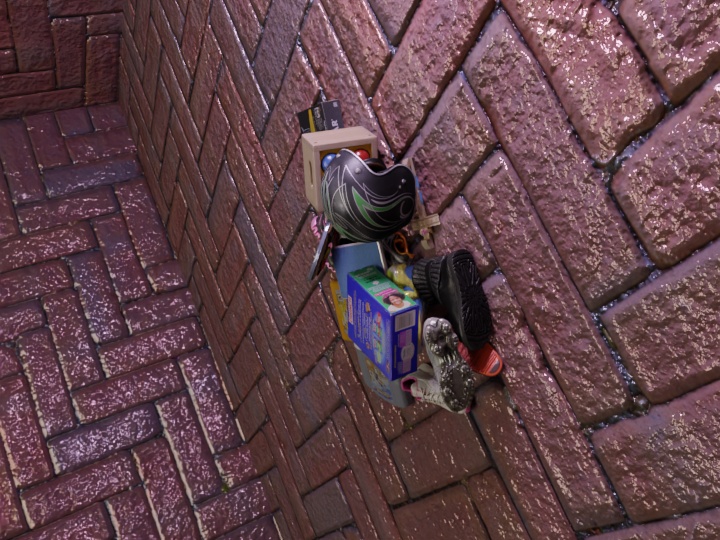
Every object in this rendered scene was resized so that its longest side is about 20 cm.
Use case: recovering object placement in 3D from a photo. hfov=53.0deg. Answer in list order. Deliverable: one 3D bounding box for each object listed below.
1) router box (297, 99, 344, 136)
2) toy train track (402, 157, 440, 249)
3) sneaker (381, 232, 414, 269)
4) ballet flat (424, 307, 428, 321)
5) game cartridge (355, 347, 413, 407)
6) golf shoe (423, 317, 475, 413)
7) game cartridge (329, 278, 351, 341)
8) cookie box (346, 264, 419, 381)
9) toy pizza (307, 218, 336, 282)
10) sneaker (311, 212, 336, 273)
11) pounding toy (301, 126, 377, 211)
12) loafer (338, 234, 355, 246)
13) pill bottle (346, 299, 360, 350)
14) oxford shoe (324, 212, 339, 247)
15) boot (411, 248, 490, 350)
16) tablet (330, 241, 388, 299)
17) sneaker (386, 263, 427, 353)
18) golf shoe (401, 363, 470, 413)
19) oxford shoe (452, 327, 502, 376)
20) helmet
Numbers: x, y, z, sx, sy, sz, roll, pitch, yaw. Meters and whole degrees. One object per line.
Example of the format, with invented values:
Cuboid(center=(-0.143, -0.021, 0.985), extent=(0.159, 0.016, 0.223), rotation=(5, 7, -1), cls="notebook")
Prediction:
Cuboid(center=(-0.091, -0.323, 1.856), extent=(0.156, 0.051, 0.204), rotation=(4, 108, 61), cls="router box")
Cuboid(center=(0.119, -0.144, 1.576), extent=(0.114, 0.032, 0.204), rotation=(-10, 95, 63), cls="toy train track")
Cuboid(center=(0.068, -0.065, 1.691), extent=(0.077, 0.077, 0.202), rotation=(-49, 51, 26), cls="sneaker")
Cuboid(center=(0.077, 0.082, 1.704), extent=(0.197, 0.068, 0.069), rotation=(5, 81, 32), cls="ballet flat")
Cuboid(center=(0.061, 0.280, 1.900), extent=(0.199, 0.041, 0.135), rotation=(23, 130, 54), cls="game cartridge")
Cuboid(center=(0.179, 0.188, 1.485), extent=(0.097, 0.077, 0.204), rotation=(-141, 35, -78), cls="golf shoe")
Cuboid(center=(-0.013, 0.114, 1.978), extent=(0.199, 0.032, 0.180), rotation=(2, 106, 63), cls="game cartridge")
Cuboid(center=(0.046, 0.111, 1.580), extent=(0.200, 0.074, 0.174), rotation=(41, 139, 50), cls="cookie box")
Cuboid(center=(-0.085, -0.063, 1.770), extent=(0.200, 0.031, 0.204), rotation=(-161, 89, -86), cls="toy pizza")
Cuboid(center=(-0.061, -0.079, 1.932), extent=(0.095, 0.078, 0.202), rotation=(-44, 68, 42), cls="sneaker")
Cuboid(center=(-0.026, -0.214, 1.683), extent=(0.142, 0.181, 0.204), rotation=(-130, 33, -59), cls="pounding toy")
Cuboid(center=(-0.023, -0.065, 1.785), extent=(0.201, 0.074, 0.069), rotation=(72, -149, -58), cls="loafer")
Cuboid(center=(0.019, 0.093, 1.818), extent=(0.109, 0.108, 0.204), rotation=(27, 128, 55), cls="pill bottle")
Cuboid(center=(-0.055, -0.125, 1.881), extent=(0.073, 0.070, 0.204), rotation=(10, 103, 54), cls="oxford shoe")
Cuboid(center=(0.187, 0.067, 1.509), extent=(0.157, 0.078, 0.215), rotation=(-22, 75, 57), cls="boot")
Cuboid(center=(0.000, 0.000, 1.696), extent=(0.199, 0.013, 0.133), rotation=(-7, 98, 55), cls="tablet")
Cuboid(center=(0.129, 0.077, 1.598), extent=(0.075, 0.103, 0.204), rotation=(-11, 94, 65), cls="sneaker")
Cuboid(center=(0.171, 0.284, 1.657), extent=(0.199, 0.090, 0.077), rotation=(23, 124, 55), cls="golf shoe")
Cuboid(center=(0.228, 0.176, 1.534), extent=(0.199, 0.071, 0.073), rotation=(30, 165, 45), cls="oxford shoe")
Cuboid(center=(0.007, -0.161, 1.551), extent=(0.199, 0.187, 0.204), rotation=(31, 125, 59), cls="helmet")
